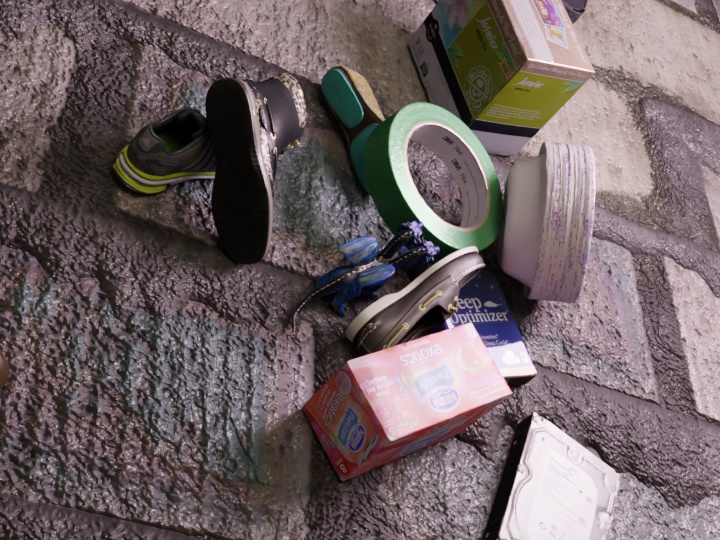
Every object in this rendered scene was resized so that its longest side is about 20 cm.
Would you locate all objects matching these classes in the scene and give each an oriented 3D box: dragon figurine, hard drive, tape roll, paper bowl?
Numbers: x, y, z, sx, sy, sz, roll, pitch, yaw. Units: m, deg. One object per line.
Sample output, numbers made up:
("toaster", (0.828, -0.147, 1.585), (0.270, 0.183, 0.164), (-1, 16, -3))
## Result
("dragon figurine", (0.000, 0.000, 1.284), (0.199, 0.100, 0.059), (-20, 71, -38))
("hard drive", (0.221, 0.275, 1.286), (0.139, 0.038, 0.201), (37, 42, -8))
("tape roll", (0.094, -0.109, 1.406), (0.199, 0.048, 0.202), (22, 54, -34))
("paper bowl", (0.234, -0.063, 1.447), (0.103, 0.202, 0.202), (6, 48, 4))

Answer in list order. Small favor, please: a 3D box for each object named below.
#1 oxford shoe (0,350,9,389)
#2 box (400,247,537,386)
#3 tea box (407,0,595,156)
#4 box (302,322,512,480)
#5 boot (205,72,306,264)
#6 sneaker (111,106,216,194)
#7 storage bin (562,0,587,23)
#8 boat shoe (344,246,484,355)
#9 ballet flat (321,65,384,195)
("oxford shoe", (-0.386, 0.037, 1.002), (0.201, 0.073, 0.084), (52, 27, 6))
("box", (0.132, 0.050, 1.398), (0.120, 0.032, 0.201), (-1, 58, -37))
("tea box", (0.192, -0.301, 1.593), (0.133, 0.197, 0.201), (3, 56, -35))
("box", (0.052, 0.139, 1.218), (0.199, 0.103, 0.095), (-13, 67, -44))
("boot", (-0.107, -0.122, 1.283), (0.154, 0.073, 0.206), (-36, 123, -63))
("sneaker", (-0.182, -0.146, 1.276), (0.074, 0.081, 0.199), (52, 43, 8))
("storage bin", (0.307, -0.481, 1.896), (0.135, 0.094, 0.201), (34, 43, -11))
("boat shoe", (0.075, 0.042, 1.308), (0.200, 0.072, 0.061), (-33, 71, -26))
("ballet flat", (0.013, -0.178, 1.464), (0.070, 0.071, 0.201), (-6, 62, -40))
